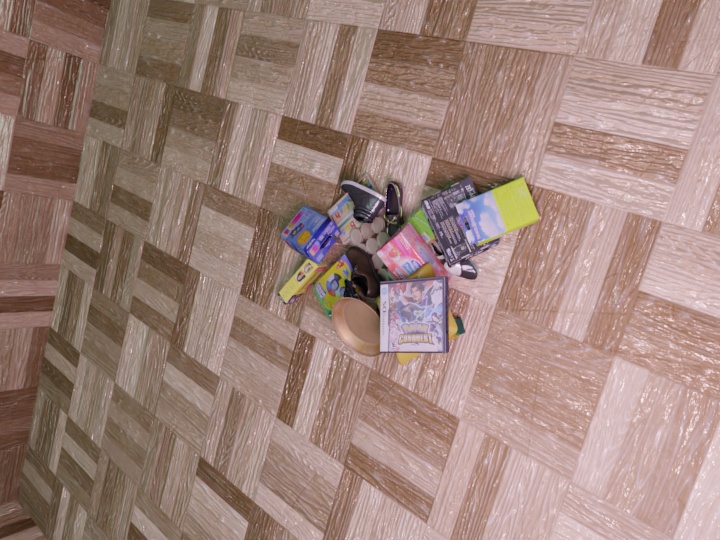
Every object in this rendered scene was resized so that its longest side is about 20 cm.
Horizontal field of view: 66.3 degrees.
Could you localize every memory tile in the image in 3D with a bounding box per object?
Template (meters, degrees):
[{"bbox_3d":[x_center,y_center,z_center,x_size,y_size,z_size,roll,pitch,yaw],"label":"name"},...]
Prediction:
[{"bbox_3d":[0.048,-0.054,1.730,0.151,0.017,0.206,-25,82,43],"label":"memory tile"}]

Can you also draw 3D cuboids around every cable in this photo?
[{"bbox_3d":[0.000,0.123,1.701,0.050,0.202,0.164,-34,25,2],"label":"cable"}]

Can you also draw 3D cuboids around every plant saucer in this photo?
[{"bbox_3d":[0.004,0.156,1.594,0.195,0.035,0.206,22,132,26],"label":"plant saucer"},{"bbox_3d":[0.133,0.113,1.450,0.198,0.048,0.205,-34,64,27],"label":"plant saucer"}]

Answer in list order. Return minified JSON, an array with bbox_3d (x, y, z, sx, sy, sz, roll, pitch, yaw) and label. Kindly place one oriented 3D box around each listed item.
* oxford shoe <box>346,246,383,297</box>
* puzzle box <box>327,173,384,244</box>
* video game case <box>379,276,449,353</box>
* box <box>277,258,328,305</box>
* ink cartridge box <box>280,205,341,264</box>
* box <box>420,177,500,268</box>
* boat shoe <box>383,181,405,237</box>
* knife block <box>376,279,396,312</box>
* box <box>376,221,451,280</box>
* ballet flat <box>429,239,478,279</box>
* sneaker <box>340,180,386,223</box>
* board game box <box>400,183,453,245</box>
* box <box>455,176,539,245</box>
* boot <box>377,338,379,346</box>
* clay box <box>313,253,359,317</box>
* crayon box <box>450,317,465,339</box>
[{"bbox_3d":[0.000,0.000,1.712,0.202,0.082,0.074,56,135,34],"label":"oxford shoe"},{"bbox_3d":[-0.012,-0.197,1.798,0.199,0.025,0.136,-40,68,27],"label":"puzzle box"},{"bbox_3d":[0.134,0.115,1.403,0.195,0.025,0.188,-6,79,36],"label":"video game case"},{"bbox_3d":[-0.199,0.032,1.891,0.200,0.075,0.051,-47,73,23],"label":"box"},{"bbox_3d":[-0.154,-0.114,1.815,0.198,0.077,0.138,30,77,41],"label":"ink cartridge box"},{"bbox_3d":[0.277,-0.135,1.541,0.156,0.044,0.205,-24,75,1],"label":"box"},{"bbox_3d":[0.103,-0.170,1.697,0.070,0.059,0.208,1,89,33],"label":"boat shoe"},{"bbox_3d":[0.118,0.068,1.672,0.063,0.175,0.203,34,71,-10],"label":"knife block"},{"bbox_3d":[0.151,-0.015,1.533,0.102,0.095,0.202,-36,95,30],"label":"box"},{"bbox_3d":[0.251,-0.035,1.584,0.201,0.067,0.069,50,154,29],"label":"ballet flat"},{"bbox_3d":[-0.012,-0.212,1.720,0.197,0.070,0.101,29,89,41],"label":"sneaker"},{"bbox_3d":[0.219,-0.154,1.596,0.199,0.030,0.096,-42,66,-1],"label":"board game box"},{"bbox_3d":[0.365,-0.154,1.481,0.194,0.048,0.126,-21,76,7],"label":"box"},{"bbox_3d":[0.142,0.158,1.619,0.068,0.129,0.201,49,114,23],"label":"boot"},{"bbox_3d":[-0.077,0.055,1.823,0.200,0.047,0.117,-44,66,25],"label":"clay box"},{"bbox_3d":[0.199,0.181,1.535,0.123,0.198,0.053,-23,81,30],"label":"crayon box"}]
